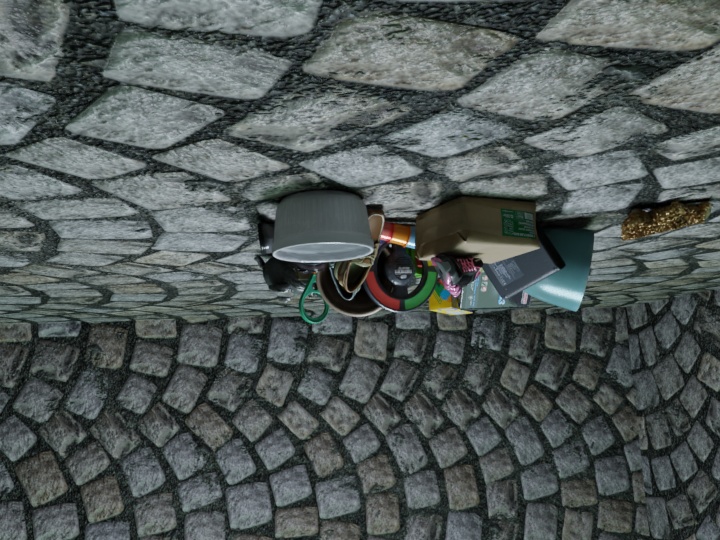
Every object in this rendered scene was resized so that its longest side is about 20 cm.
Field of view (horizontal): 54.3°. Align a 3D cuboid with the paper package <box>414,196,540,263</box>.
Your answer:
[{"bbox_3d":[0.245,-0.082,1.488,0.198,0.105,0.190,3,170,-27],"label":"paper package"}]

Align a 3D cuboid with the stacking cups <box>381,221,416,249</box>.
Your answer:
[{"bbox_3d":[0.120,-0.070,1.582,0.198,0.061,0.060,11,168,-15],"label":"stacking cups"}]

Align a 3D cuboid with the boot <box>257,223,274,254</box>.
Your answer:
[{"bbox_3d":[-0.147,-0.077,1.542,0.130,0.071,0.200,-7,-177,6],"label":"boot"}]

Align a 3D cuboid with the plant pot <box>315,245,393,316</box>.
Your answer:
[{"bbox_3d":[0.000,0.000,1.726,0.198,0.203,0.175,-4,-173,6],"label":"plant pot"}]

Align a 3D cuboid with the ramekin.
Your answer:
[{"bbox_3d":[-0.075,-0.084,1.362,0.198,0.106,0.200,-3,171,0],"label":"ramekin"}]

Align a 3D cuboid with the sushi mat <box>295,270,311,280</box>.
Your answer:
[{"bbox_3d":[-0.080,-0.017,1.815,0.198,0.097,0.012,2,156,-30],"label":"sushi mat"}]

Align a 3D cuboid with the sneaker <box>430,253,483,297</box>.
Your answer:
[{"bbox_3d":[0.208,-0.005,1.465,0.095,0.080,0.200,-27,166,9],"label":"sneaker"}]

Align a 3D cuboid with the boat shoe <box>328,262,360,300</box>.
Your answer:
[{"bbox_3d":[-0.039,-0.022,1.565,0.072,0.062,0.201,-2,128,15],"label":"boat shoe"}]

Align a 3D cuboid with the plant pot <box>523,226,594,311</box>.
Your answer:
[{"bbox_3d":[0.466,-0.015,1.715,0.159,0.203,0.201,12,174,11],"label":"plant pot"}]

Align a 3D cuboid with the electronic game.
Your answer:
[{"bbox_3d":[0.090,-0.004,1.608,0.198,0.202,0.042,1,176,-25],"label":"electronic game"}]

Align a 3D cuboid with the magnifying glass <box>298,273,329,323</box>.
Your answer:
[{"bbox_3d":[-0.113,0.031,1.755,0.079,0.202,0.022,6,169,-28],"label":"magnifying glass"}]

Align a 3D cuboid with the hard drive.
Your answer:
[{"bbox_3d":[0.366,-0.027,1.637,0.033,0.140,0.200,-29,174,-36],"label":"hard drive"}]

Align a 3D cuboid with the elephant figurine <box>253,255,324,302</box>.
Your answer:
[{"bbox_3d":[-0.174,0.019,1.842,0.154,0.143,0.200,-16,-171,-17],"label":"elephant figurine"}]

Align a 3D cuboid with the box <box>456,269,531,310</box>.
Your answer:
[{"bbox_3d":[0.368,0.012,1.889,0.196,0.202,0.050,-1,-147,-4],"label":"box"}]

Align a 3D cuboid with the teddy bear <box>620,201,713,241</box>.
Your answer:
[{"bbox_3d":[0.676,-0.119,1.561,0.198,0.068,0.145,-14,177,21],"label":"teddy bear"}]

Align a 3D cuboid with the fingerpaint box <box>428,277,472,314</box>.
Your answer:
[{"bbox_3d":[0.257,0.037,2.025,0.073,0.169,0.200,-7,171,25],"label":"fingerpaint box"}]

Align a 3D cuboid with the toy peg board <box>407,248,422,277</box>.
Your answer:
[{"bbox_3d":[0.197,-0.042,1.738,0.197,0.099,0.200,-7,170,26],"label":"toy peg board"}]

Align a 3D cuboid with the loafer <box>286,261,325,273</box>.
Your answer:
[{"bbox_3d":[-0.130,-0.023,1.645,0.071,0.064,0.200,-19,-157,-24],"label":"loafer"}]

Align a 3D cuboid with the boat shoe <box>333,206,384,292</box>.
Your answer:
[{"bbox_3d":[0.006,-0.038,1.481,0.075,0.074,0.201,3,129,-26],"label":"boat shoe"}]
